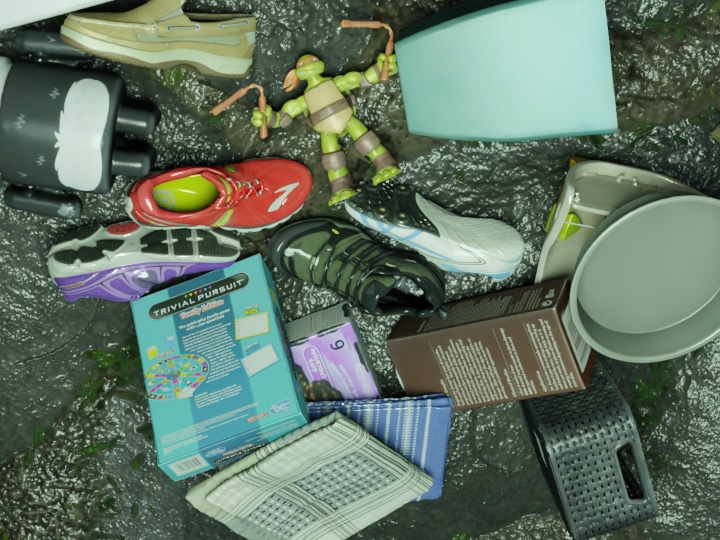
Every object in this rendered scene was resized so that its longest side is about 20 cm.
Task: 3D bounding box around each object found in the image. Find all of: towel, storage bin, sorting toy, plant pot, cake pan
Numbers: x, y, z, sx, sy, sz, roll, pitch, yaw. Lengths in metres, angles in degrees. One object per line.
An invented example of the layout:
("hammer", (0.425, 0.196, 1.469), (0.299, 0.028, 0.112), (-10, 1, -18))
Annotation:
("towel", (-0.050, 0.232, 1.191), (0.199, 0.035, 0.192), (-30, 138, 18))
("storage bin", (0.234, 0.178, 1.222), (0.093, 0.200, 0.136), (-18, 108, 2))
("sorting toy", (0.264, -0.015, 1.223), (0.199, 0.107, 0.181), (10, 119, -17))
("plant pot", (0.138, -0.204, 1.130), (0.199, 0.141, 0.142), (-8, 108, 7))
("towel", (-0.003, 0.194, 1.232), (0.199, 0.024, 0.145), (-1, 122, -7))
("cake pan", (0.303, 0.004, 1.156), (0.199, 0.037, 0.201), (-5, 124, -7))

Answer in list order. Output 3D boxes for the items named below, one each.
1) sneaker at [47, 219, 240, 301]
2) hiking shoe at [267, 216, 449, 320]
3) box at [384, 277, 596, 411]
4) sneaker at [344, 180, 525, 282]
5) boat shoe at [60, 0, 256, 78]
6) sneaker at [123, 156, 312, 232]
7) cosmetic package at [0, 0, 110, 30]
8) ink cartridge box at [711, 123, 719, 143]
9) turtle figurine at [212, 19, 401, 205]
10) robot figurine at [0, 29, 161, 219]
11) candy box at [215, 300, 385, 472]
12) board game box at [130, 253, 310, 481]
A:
("sneaker", (-0.226, -0.010, 1.213), (0.199, 0.081, 0.084), (-7, 134, -3))
("hiking shoe", (0.000, 0.000, 1.203), (0.199, 0.101, 0.076), (14, 106, -8))
("box", (0.138, 0.084, 1.215), (0.199, 0.075, 0.101), (-13, 111, 27))
("sneaker", (0.074, -0.037, 1.217), (0.199, 0.072, 0.073), (20, 134, -2))
("boat shoe", (-0.190, -0.237, 1.103), (0.199, 0.072, 0.077), (-1, 117, -40))
("sneaker", (-0.137, -0.075, 1.161), (0.199, 0.085, 0.077), (-10, 91, -20))
("cosmetic package", (-0.290, -0.343, 1.064), (0.198, 0.123, 0.201), (-14, 107, 1))
("ink cartridge box", (0.459, -0.153, 1.131), (0.075, 0.200, 0.165), (41, 102, -15))
("turtle figurine", (-0.037, -0.152, 1.170), (0.199, 0.064, 0.162), (-25, 93, -2))
("robot figurine", (-0.300, -0.143, 1.130), (0.199, 0.125, 0.151), (8, 67, -6))
("candy box", (-0.076, 0.150, 1.262), (0.199, 0.072, 0.168), (-21, 109, 3))
("board game box", (-0.146, 0.097, 1.183), (0.150, 0.201, 0.047), (-20, 145, 3))
